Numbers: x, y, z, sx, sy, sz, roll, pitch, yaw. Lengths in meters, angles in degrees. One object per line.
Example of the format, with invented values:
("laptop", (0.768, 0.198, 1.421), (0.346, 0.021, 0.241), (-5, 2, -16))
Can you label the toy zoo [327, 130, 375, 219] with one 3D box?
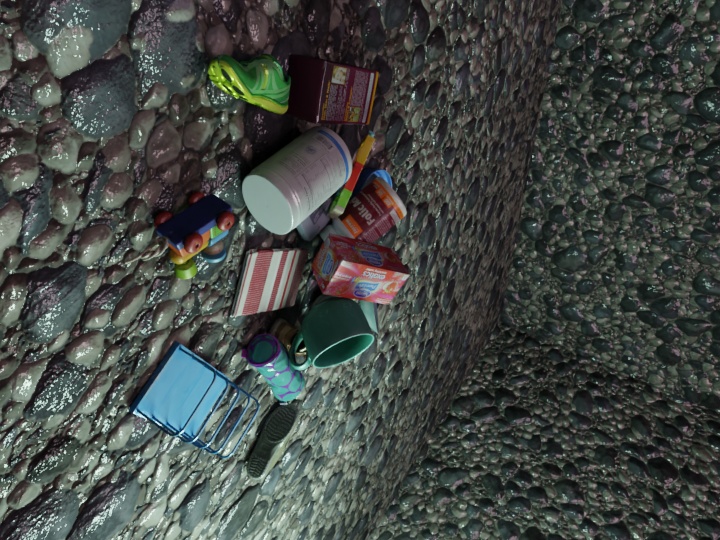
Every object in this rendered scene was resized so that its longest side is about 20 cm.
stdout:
("toy zoo", (-0.017, -0.214, 1.124), (0.131, 0.020, 0.204), (-179, -67, -79))

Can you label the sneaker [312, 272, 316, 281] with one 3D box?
("sneaker", (-0.045, 0.020, 1.322), (0.199, 0.089, 0.078), (6, 103, -64))

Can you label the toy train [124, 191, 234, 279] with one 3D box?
("toy train", (-0.294, -0.030, 0.835), (0.200, 0.084, 0.117), (-45, 159, -39))

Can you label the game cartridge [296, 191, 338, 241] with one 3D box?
("game cartridge", (-0.088, -0.173, 1.160), (0.202, 0.040, 0.134), (-58, 148, -21))

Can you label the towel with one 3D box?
("towel", (-0.194, 0.021, 1.117), (0.199, 0.022, 0.147), (-6, 116, -59))

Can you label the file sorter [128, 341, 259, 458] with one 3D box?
("file sorter", (-0.299, 0.256, 0.974), (0.140, 0.121, 0.201), (-58, 152, -19))

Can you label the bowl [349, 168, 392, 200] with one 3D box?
("bowl", (0.019, -0.172, 1.360), (0.200, 0.039, 0.204), (-43, 144, -42))

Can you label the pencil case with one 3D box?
("pencil case", (-0.196, 0.229, 1.191), (0.202, 0.090, 0.087), (72, 14, -51))

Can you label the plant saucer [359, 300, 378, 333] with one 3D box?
("plant saucer", (0.019, 0.066, 1.359), (0.201, 0.038, 0.206), (-7, 90, -86))

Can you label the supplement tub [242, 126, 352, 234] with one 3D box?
("supplement tub", (-0.117, -0.178, 0.993), (0.200, 0.130, 0.134), (-47, 146, -35))

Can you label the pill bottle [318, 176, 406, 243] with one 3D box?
("pill bottle", (0.003, -0.117, 1.223), (0.199, 0.115, 0.114), (-40, 150, 0))

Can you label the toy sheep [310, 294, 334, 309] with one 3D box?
("toy sheep", (-0.065, 0.115, 1.306), (0.139, 0.136, 0.201), (-58, 158, -19))

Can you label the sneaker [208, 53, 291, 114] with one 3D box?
("sneaker", (-0.178, -0.320, 0.845), (0.199, 0.073, 0.085), (-11, 122, -70))

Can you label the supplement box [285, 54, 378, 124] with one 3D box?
("supplement box", (-0.054, -0.358, 1.031), (0.199, 0.084, 0.113), (-23, 129, -56))

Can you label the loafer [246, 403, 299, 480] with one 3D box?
("loafer", (-0.223, 0.436, 1.323), (0.202, 0.074, 0.070), (-57, 163, -13))

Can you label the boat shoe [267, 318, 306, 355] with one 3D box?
("boat shoe", (-0.151, 0.177, 1.253), (0.077, 0.071, 0.200), (-65, 154, -6))

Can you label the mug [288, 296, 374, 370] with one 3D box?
("mug", (-0.072, 0.135, 1.154), (0.181, 0.116, 0.153), (-12, 152, -27))

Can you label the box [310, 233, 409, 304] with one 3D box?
("box", (0.000, 0.000, 1.169), (0.197, 0.096, 0.100), (12, 125, -37))
